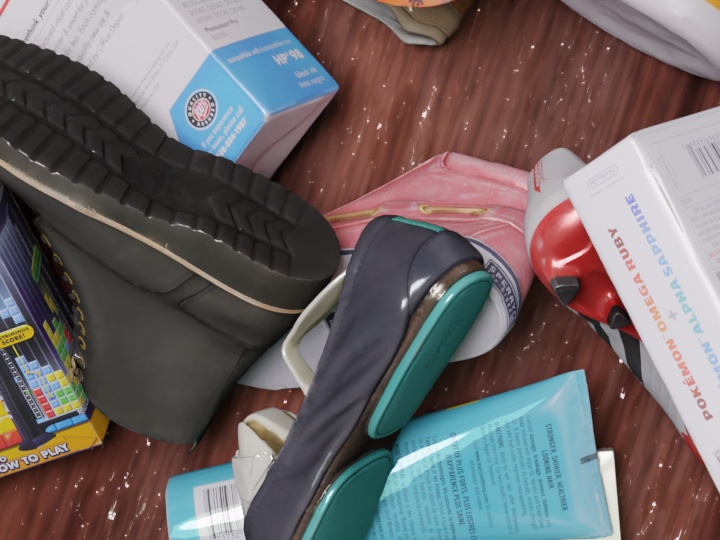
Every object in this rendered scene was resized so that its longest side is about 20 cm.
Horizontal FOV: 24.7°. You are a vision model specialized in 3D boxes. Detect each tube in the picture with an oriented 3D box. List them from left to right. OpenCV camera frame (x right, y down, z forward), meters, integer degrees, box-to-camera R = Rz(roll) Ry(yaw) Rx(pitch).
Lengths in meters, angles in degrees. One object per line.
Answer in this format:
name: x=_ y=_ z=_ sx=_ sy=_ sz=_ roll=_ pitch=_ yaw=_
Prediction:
tube: x=0.012 y=0.102 z=0.755 sx=0.198 sy=0.050 sz=0.078 roll=-11 pitch=103 yaw=6

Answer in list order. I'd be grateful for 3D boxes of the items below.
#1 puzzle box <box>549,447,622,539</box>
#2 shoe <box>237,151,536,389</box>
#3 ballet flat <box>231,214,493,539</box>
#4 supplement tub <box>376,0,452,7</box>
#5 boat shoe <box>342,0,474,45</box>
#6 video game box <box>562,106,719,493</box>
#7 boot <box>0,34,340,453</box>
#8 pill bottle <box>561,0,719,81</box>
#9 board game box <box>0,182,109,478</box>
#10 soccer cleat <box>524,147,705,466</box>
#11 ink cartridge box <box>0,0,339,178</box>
puzzle box: x=0.062 y=0.188 z=0.776 sx=0.132 sy=0.025 sz=0.202 roll=-4 pitch=87 yaw=10
shoe: x=0.000 y=0.000 z=0.778 sx=0.199 sy=0.091 sz=0.072 roll=-6 pitch=119 yaw=36
ballet flat: x=-0.012 y=0.063 z=0.699 sx=0.073 sy=0.073 sz=0.201 roll=29 pitch=111 yaw=10
supplement tub: x=0.045 y=-0.217 z=0.709 sx=0.122 sy=0.123 sz=0.201 roll=20 pitch=57 yaw=10
boat shoe: x=-0.035 y=-0.169 z=0.785 sx=0.199 sy=0.075 sz=0.069 roll=21 pitch=86 yaw=10
video game box: x=0.189 y=0.017 z=0.681 sx=0.047 sy=0.199 sz=0.183 roll=-35 pitch=79 yaw=41
boot: x=-0.126 y=-0.004 z=0.721 sx=0.199 sy=0.078 sz=0.139 roll=32 pitch=127 yaw=-3
pill bottle: x=0.168 y=-0.196 z=0.729 sx=0.116 sy=0.116 sz=0.201 roll=30 pitch=93 yaw=10
board game box: x=-0.242 y=0.035 z=0.783 sx=0.198 sy=0.057 sz=0.166 roll=-19 pitch=120 yaw=9
soccer cleat: x=0.142 y=0.023 z=0.729 sx=0.069 sy=0.085 sz=0.200 roll=-40 pitch=118 yaw=19
ink cartridge box: x=-0.119 y=-0.114 z=0.779 sx=0.200 sy=0.067 sz=0.116 roll=48 pitch=126 yaw=9
